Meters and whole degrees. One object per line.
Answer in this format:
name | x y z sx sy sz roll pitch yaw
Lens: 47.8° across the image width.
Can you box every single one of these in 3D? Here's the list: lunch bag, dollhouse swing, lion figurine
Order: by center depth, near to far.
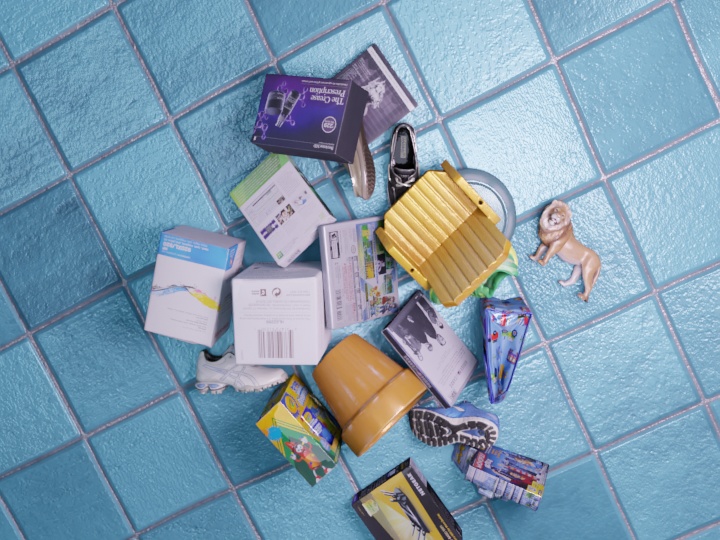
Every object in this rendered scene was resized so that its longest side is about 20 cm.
dollhouse swing | 0.154 -0.065 1.525 0.200 0.176 0.182 -44 105 11
lunch bag | 0.277 0.162 1.604 0.092 0.151 0.204 4 99 4
lion figurine | 0.418 -0.038 1.612 0.199 0.072 0.123 39 92 -16

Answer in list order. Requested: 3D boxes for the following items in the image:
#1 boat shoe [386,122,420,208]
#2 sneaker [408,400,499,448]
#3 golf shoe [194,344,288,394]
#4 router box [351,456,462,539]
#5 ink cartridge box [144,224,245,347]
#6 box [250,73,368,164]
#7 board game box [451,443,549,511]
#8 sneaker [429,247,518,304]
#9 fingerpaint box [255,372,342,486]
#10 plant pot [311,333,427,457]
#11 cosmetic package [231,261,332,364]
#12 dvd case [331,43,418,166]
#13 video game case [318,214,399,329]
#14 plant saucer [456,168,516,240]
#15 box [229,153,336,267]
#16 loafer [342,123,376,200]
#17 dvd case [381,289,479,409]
boat shoe | 0.083 -0.189 1.607 0.069 0.064 0.204 -3 101 4
sneaker | 0.194 0.315 1.676 0.197 0.089 0.080 5 107 23
golf shoe | -0.251 0.203 1.695 0.196 0.078 0.099 -3 93 4
router box | 0.099 0.525 1.726 0.156 0.052 0.201 -35 95 9
ink cartridge box | -0.331 0.028 1.634 0.142 0.147 0.203 13 99 2
box | -0.098 -0.290 1.549 0.197 0.079 0.144 11 89 29
board game box | 0.273 0.409 1.644 0.197 0.200 0.063 20 100 16
sneaker | 0.221 0.022 1.602 0.198 0.074 0.085 -30 66 25
fingerpaint box | -0.115 0.314 1.635 0.073 0.200 0.167 -41 93 8
plant pot | 0.006 0.235 1.629 0.200 0.200 0.183 -46 78 10
cosmetic package | -0.150 0.080 1.601 0.164 0.200 0.170 -1 99 5
dvd case | -0.006 -0.328 1.618 0.199 0.016 0.150 -36 94 10
video game case | 0.000 0.000 1.608 0.180 0.022 0.204 -12 101 -39
plant saucer | 0.215 -0.101 1.623 0.196 0.027 0.204 1 103 2
box | -0.156 -0.127 1.609 0.144 0.036 0.201 -41 67 9
loafer | -0.019 -0.234 1.593 0.067 0.076 0.204 -12 86 17
dvd case | 0.143 0.155 1.622 0.201 0.150 0.025 51 133 -5
